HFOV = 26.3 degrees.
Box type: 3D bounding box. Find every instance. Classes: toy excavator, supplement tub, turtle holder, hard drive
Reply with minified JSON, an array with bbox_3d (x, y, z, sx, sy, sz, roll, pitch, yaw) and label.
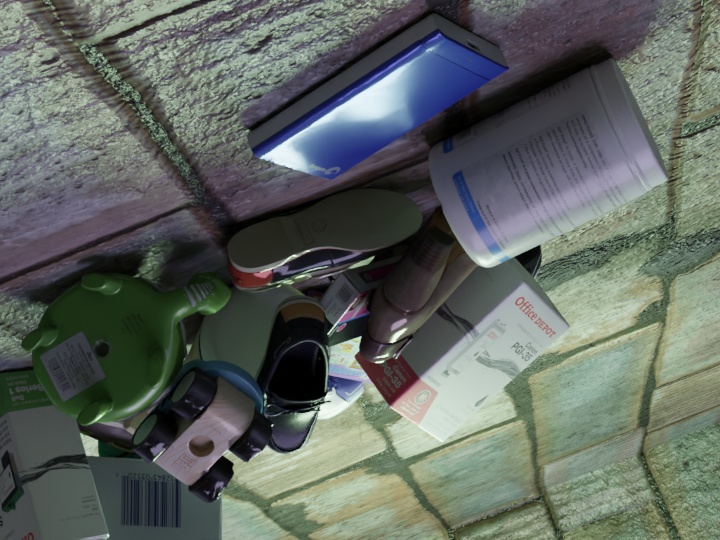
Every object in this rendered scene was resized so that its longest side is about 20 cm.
[{"bbox_3d":[-0.176,0.146,1.578,0.100,0.201,0.194,37,113,-19],"label":"toy excavator"},{"bbox_3d":[0.176,-0.100,1.462,0.198,0.133,0.132,-25,161,15],"label":"supplement tub"},{"bbox_3d":[-0.229,0.059,1.506,0.187,0.140,0.132,-60,171,3],"label":"turtle holder"},{"bbox_3d":[-0.122,0.112,1.707,0.144,0.146,0.200,-12,160,-22],"label":"supplement tub"},{"bbox_3d":[0.016,-0.145,1.332,0.199,0.026,0.132,-30,159,25],"label":"hard drive"}]

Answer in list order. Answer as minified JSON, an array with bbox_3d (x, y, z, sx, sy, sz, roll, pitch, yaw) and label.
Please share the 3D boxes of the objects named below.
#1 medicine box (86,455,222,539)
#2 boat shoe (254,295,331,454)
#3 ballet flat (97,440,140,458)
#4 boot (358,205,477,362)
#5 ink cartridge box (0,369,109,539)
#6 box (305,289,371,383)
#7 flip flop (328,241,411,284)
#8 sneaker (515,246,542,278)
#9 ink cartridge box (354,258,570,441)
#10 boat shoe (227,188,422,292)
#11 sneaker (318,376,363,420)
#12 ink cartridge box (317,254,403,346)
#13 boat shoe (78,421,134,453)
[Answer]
[{"bbox_3d":[-0.284,0.287,1.830,0.180,0.104,0.200,7,162,-29],"label":"medicine box"},{"bbox_3d":[-0.068,0.118,1.548,0.074,0.063,0.201,0,130,-13],"label":"boat shoe"},{"bbox_3d":[-0.234,0.176,1.881,0.198,0.071,0.067,-24,165,0],"label":"ballet flat"},{"bbox_3d":[0.064,0.015,1.562,0.147,0.070,0.200,-60,162,21],"label":"boot"},{"bbox_3d":[-0.362,0.228,1.684,0.084,0.202,0.146,-4,155,-38],"label":"ink cartridge box"},{"bbox_3d":[0.006,0.085,1.823,0.198,0.039,0.137,12,149,-19],"label":"box"},{"bbox_3d":[0.000,0.000,1.663,0.081,0.058,0.199,-31,159,28],"label":"flip flop"},{"bbox_3d":[0.133,0.010,1.756,0.199,0.080,0.087,-34,163,-25],"label":"sneaker"},{"bbox_3d":[0.113,0.076,1.687,0.200,0.083,0.146,-43,145,7],"label":"ink cartridge box"},{"bbox_3d":[-0.036,-0.026,1.526,0.198,0.072,0.063,-16,150,-9],"label":"boat shoe"},{"bbox_3d":[-0.090,0.155,1.943,0.197,0.081,0.115,-19,169,-2],"label":"sneaker"},{"bbox_3d":[0.020,0.027,1.625,0.199,0.037,0.095,-19,152,-55],"label":"ink cartridge box"},{"bbox_3d":[-0.265,0.179,1.793,0.059,0.073,0.199,-25,141,37],"label":"boat shoe"}]
